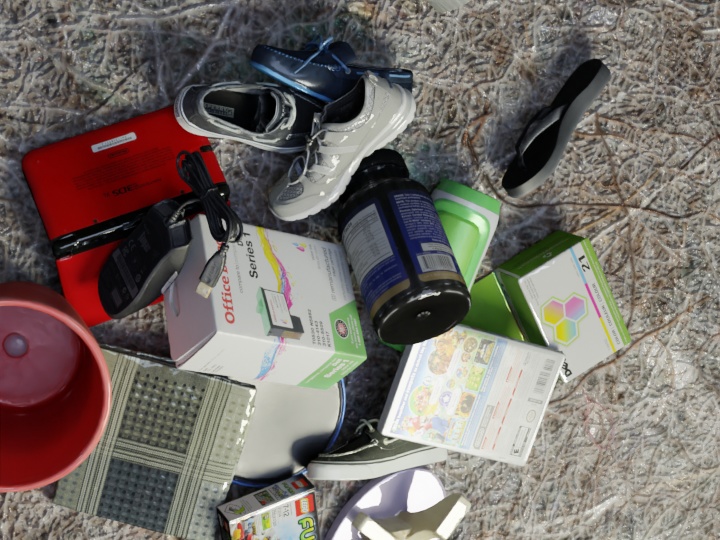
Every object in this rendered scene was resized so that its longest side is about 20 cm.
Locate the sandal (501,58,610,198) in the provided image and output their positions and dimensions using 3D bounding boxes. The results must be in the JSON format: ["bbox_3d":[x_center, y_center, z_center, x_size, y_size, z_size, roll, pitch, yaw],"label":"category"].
[{"bbox_3d":[0.219,-0.171,1.805,0.043,0.076,0.201,40,73,-23],"label":"sandal"}]

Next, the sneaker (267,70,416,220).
[{"bbox_3d":[-0.036,-0.141,1.672,0.200,0.075,0.082,-46,131,11],"label":"sneaker"}]

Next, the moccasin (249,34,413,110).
[{"bbox_3d":[-0.031,-0.223,1.701,0.199,0.080,0.069,14,104,-36],"label":"moccasin"}]

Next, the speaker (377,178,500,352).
[{"bbox_3d":[0.090,0.000,1.772,0.088,0.088,0.202,22,91,-22],"label":"speaker"}]

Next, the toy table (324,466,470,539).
[{"bbox_3d":[0.044,0.329,1.791,0.183,0.117,0.201,28,87,-23],"label":"toy table"}]

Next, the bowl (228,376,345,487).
[{"bbox_3d":[-0.109,0.150,1.741,0.199,0.039,0.203,-4,102,-19],"label":"bowl"}]

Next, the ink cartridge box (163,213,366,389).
[{"bbox_3d":[-0.105,0.036,1.644,0.199,0.084,0.146,12,54,-37],"label":"ink cartridge box"}]

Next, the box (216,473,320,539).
[{"bbox_3d":[-0.097,0.337,1.747,0.109,0.035,0.202,-19,121,-23],"label":"box"}]

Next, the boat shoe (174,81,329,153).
[{"bbox_3d":[-0.100,-0.171,1.665,0.199,0.068,0.073,7,85,-35],"label":"boat shoe"}]

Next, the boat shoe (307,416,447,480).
[{"bbox_3d":[0.017,0.200,1.775,0.199,0.070,0.064,-7,93,-42],"label":"boat shoe"}]

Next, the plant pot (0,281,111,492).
[{"bbox_3d":[-0.351,0.100,1.556,0.198,0.177,0.202,-2,105,-8],"label":"plant pot"}]

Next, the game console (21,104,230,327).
[{"bbox_3d":[-0.247,-0.060,1.670,0.199,0.119,0.173,-20,74,-17],"label":"game console"}]

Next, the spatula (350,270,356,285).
[{"bbox_3d":[0.000,0.000,1.772,0.200,0.021,0.057,-48,112,-8],"label":"spatula"}]

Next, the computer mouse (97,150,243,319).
[{"bbox_3d":[-0.186,-0.009,1.570,0.046,0.141,0.201,14,121,-47],"label":"computer mouse"}]

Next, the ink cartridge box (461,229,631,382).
[{"bbox_3d":[0.201,0.067,1.830,0.199,0.076,0.149,-31,108,-14],"label":"ink cartridge box"}]

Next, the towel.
[{"bbox_3d":[-0.223,0.187,1.684,0.191,0.035,0.202,16,105,-9],"label":"towel"}]

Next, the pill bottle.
[{"bbox_3d":[0.039,-0.029,1.688,0.111,0.112,0.201,-9,60,-19],"label":"pill bottle"}]

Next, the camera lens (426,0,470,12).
[{"bbox_3d":[0.072,-0.401,1.661,0.160,0.160,0.200,-47,111,-8],"label":"camera lens"}]

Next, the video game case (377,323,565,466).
[{"bbox_3d":[0.129,0.139,1.766,0.199,0.018,0.144,15,100,-27],"label":"video game case"}]
